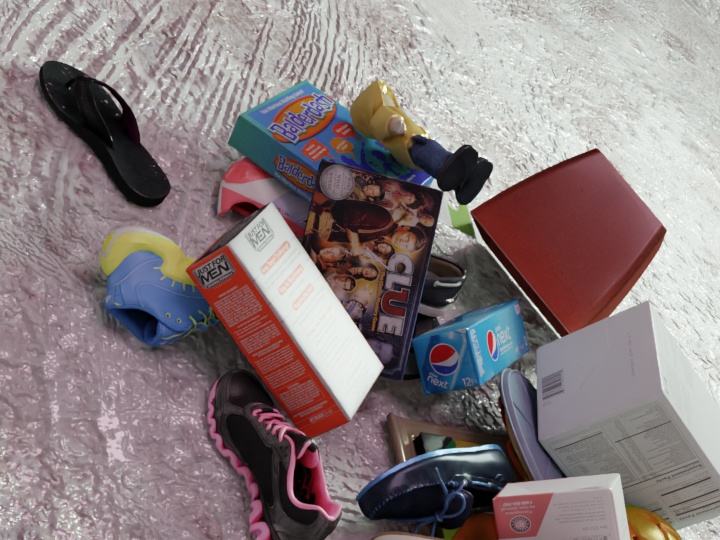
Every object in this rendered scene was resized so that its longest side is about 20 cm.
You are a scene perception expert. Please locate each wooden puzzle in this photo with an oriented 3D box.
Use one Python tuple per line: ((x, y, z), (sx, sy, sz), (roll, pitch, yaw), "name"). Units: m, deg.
((0.124, 0.239, 1.163), (0.198, 0.037, 0.187), (18, 41, -31), "wooden puzzle")

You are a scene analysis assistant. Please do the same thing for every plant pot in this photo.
((0.275, -0.035, 1.415), (0.201, 0.176, 0.200), (52, 3, 14), "plant pot")

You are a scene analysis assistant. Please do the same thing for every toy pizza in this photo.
((0.196, 0.204, 1.234), (0.201, 0.031, 0.201), (53, 19, -28), "toy pizza")

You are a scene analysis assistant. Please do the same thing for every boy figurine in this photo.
((0.061, -0.145, 1.243), (0.124, 0.065, 0.200), (30, 11, -47), "boy figurine")

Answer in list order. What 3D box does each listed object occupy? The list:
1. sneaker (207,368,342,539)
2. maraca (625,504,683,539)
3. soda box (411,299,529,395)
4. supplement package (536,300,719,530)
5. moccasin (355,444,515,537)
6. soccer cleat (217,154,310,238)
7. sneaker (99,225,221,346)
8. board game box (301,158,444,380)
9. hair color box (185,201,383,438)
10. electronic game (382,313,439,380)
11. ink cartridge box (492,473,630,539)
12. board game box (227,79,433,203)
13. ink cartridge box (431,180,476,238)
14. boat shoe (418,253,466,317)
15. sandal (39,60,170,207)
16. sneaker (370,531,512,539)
((-0.072, 0.163, 1.004), (0.078, 0.096, 0.201), (1, 50, -41), "sneaker")
((0.272, 0.321, 1.163), (0.198, 0.107, 0.138), (-14, 72, -41), "maraca")
((0.128, 0.084, 1.255), (0.200, 0.067, 0.065), (-16, 92, -65), "soda box")
((0.311, 0.176, 1.262), (0.200, 0.150, 0.153), (50, 28, -27), "supplement package")
((0.086, 0.213, 1.073), (0.198, 0.081, 0.069), (-6, 58, -39), "moccasin")
((-0.068, -0.060, 1.270), (0.198, 0.067, 0.077), (25, 67, -15), "soccer cleat")
((-0.166, 0.038, 1.083), (0.198, 0.076, 0.106), (22, 57, -27), "sneaker")
((0.000, 0.000, 1.157), (0.134, 0.035, 0.203), (13, 84, -6), "board game box")
((-0.068, 0.048, 1.061), (0.201, 0.061, 0.102), (57, 32, -11), "hair color box")
((0.009, 0.043, 1.255), (0.198, 0.042, 0.201), (25, 32, -17), "electronic game")
((0.201, 0.303, 1.056), (0.067, 0.115, 0.203), (-7, 89, -70), "ink cartridge box")
((-0.029, -0.128, 1.270), (0.199, 0.045, 0.152), (35, 36, 10), "board game box")
((0.039, -0.100, 1.412), (0.198, 0.076, 0.149), (21, 39, -29), "ink cartridge box")
((0.029, -0.004, 1.240), (0.198, 0.061, 0.074), (20, 33, -25), "boat shoe")
((-0.266, -0.158, 1.197), (0.201, 0.048, 0.075), (50, 35, 9), "sandal")
((0.099, 0.292, 0.996), (0.197, 0.067, 0.091), (2, 53, 13), "sneaker")
